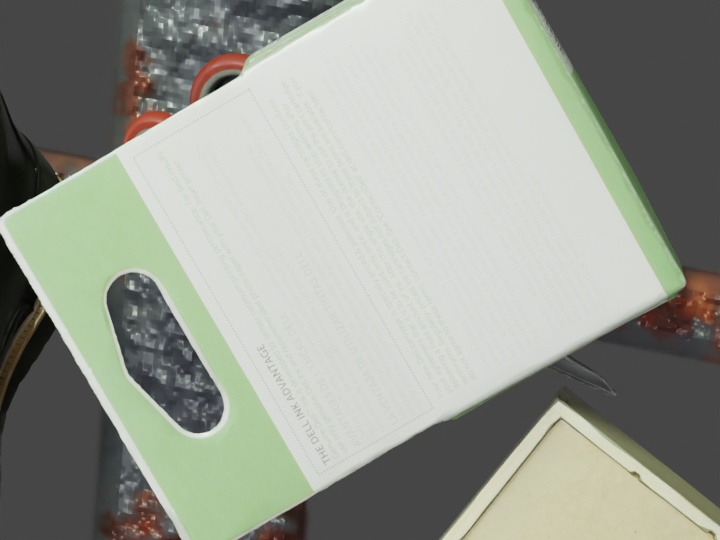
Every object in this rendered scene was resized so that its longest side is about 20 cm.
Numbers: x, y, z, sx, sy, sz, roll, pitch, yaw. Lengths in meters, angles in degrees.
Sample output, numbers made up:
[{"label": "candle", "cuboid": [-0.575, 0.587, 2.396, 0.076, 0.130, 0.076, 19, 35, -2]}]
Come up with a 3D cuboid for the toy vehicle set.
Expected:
[{"label": "toy vehicle set", "cuboid": [0.061, 0.159, 1.110, 0.124, 0.027, 0.200, 39, 100, 2]}]

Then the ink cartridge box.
[{"label": "ink cartridge box", "cuboid": [-0.006, -0.010, 1.059, 0.199, 0.048, 0.146, -29, 98, 7]}]

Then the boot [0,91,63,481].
[{"label": "boot", "cuboid": [-0.166, 0.024, 1.047, 0.077, 0.201, 0.139, 10, 155, 13]}]

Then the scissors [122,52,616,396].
[{"label": "scissors", "cuboid": [0.000, 0.000, 1.112, 0.200, 0.014, 0.073, 41, 112, 0]}]
